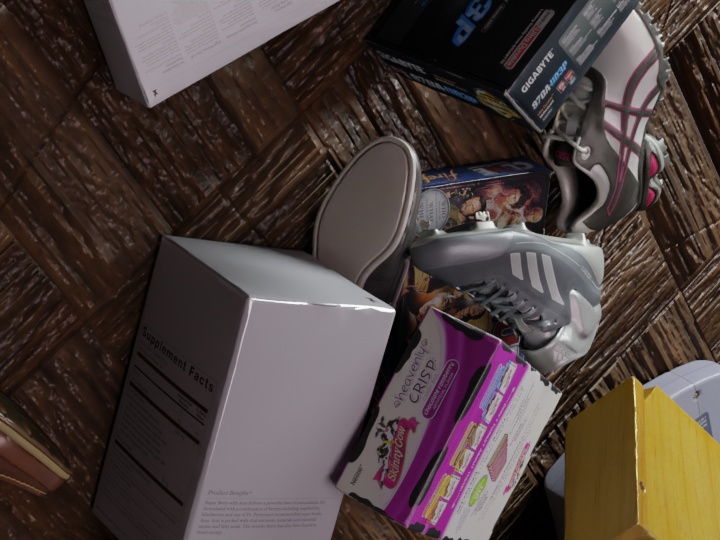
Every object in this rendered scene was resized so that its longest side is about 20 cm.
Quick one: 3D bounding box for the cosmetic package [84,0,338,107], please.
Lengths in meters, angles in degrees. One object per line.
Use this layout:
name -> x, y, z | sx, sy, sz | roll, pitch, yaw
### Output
cosmetic package -> -0.072, -0.186, 1.048 | 0.199, 0.051, 0.083 | -32, 124, -22

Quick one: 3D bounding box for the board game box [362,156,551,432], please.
board game box -> 0.070, 0.023, 1.259 | 0.135, 0.035, 0.202 | -11, 115, -34

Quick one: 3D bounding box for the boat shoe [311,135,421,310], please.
boat shoe -> 0.000, 0.000, 1.184 | 0.057, 0.066, 0.202 | -11, 123, -62

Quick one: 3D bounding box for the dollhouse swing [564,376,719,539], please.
dollhouse swing -> 0.200, 0.222, 1.402 | 0.200, 0.175, 0.183 | 38, 44, -40

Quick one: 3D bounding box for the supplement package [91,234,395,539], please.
supplement package -> -0.079, 0.094, 1.119 | 0.120, 0.120, 0.202 | 7, 106, -38

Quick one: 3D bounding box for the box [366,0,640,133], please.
box -> 0.116, -0.198, 1.115 | 0.201, 0.159, 0.046 | -52, 130, -6

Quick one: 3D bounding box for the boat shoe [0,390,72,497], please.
boat shoe -> -0.261, 0.086, 1.014 | 0.200, 0.072, 0.068 | 38, 90, -35

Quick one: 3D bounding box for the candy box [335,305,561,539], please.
candy box -> 0.066, 0.115, 1.177 | 0.137, 0.061, 0.200 | -62, 157, -4

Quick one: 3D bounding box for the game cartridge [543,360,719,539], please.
game cartridge -> 0.243, 0.168, 1.456 | 0.199, 0.041, 0.134 | -33, 122, -22

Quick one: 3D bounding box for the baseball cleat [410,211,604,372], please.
baseball cleat -> 0.113, 0.018, 1.197 | 0.199, 0.069, 0.108 | 3, 80, -45

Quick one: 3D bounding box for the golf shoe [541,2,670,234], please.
golf shoe -> 0.176, -0.118, 1.246 | 0.088, 0.077, 0.201 | -32, 126, -30
